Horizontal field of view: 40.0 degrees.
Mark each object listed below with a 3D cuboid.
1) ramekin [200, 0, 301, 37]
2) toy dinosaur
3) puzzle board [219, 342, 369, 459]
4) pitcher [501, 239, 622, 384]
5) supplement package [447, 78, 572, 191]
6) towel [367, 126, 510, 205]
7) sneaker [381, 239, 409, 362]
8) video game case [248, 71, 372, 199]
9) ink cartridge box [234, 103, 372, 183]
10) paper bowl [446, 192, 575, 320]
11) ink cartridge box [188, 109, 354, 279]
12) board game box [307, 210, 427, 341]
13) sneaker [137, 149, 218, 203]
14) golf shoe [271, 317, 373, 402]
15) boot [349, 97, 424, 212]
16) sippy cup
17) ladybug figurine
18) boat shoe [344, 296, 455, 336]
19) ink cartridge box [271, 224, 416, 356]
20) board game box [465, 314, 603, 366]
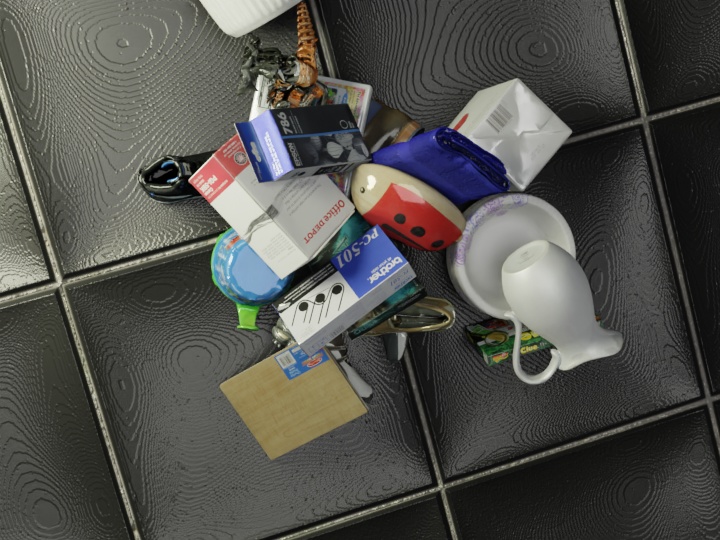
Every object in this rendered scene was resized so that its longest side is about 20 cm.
[{"bbox_3d":[-0.146,-0.430,1.459,0.200,0.200,0.105,-34,108,-5],"label":"ramekin"},{"bbox_3d":[-0.110,-0.296,1.473,0.135,0.102,0.201,10,98,-9],"label":"toy dinosaur"},{"bbox_3d":[-0.105,0.199,1.555,0.200,0.017,0.151,-30,99,24],"label":"puzzle board"},{"bbox_3d":[0.280,0.069,1.506,0.171,0.121,0.200,-33,109,8],"label":"pitcher"},{"bbox_3d":[0.214,-0.205,1.528,0.120,0.200,0.121,41,87,-10],"label":"supplement package"},{"bbox_3d":[0.112,-0.152,1.460,0.147,0.200,0.050,33,69,-24],"label":"towel"},{"bbox_3d":[0.032,0.050,1.591,0.084,0.074,0.201,-6,92,6],"label":"sneaker"},{"bbox_3d":[-0.089,-0.205,1.541,0.181,0.024,0.201,12,92,9],"label":"video game case"},{"bbox_3d":[-0.080,-0.187,1.434,0.200,0.039,0.100,-15,78,-42],"label":"ink cartridge box"},{"bbox_3d":[0.237,-0.024,1.594,0.200,0.104,0.202,-1,94,-9],"label":"paper bowl"},{"bbox_3d":[-0.126,-0.110,1.439,0.200,0.083,0.147,48,46,-8],"label":"ink cartridge box"},{"bbox_3d":[0.000,0.000,1.521,0.135,0.200,0.028,-32,141,-1],"label":"board game box"},{"bbox_3d":[-0.236,-0.147,1.488,0.199,0.112,0.073,-16,86,1],"label":"sneaker"},{"bbox_3d":[-0.044,0.130,1.574,0.200,0.078,0.095,40,87,-11],"label":"golf shoe"},{"bbox_3d":[0.004,-0.178,1.576,0.097,0.075,0.200,42,93,13],"label":"boot"},{"bbox_3d":[-0.161,-0.006,1.517,0.139,0.130,0.178,-28,99,-6],"label":"sippy cup"},{"bbox_3d":[0.069,-0.088,1.491,0.199,0.136,0.072,28,71,-12],"label":"ladybug figurine"},{"bbox_3d":[0.045,0.066,1.514,0.199,0.076,0.072,-4,94,8],"label":"boat shoe"},{"bbox_3d":[-0.025,0.029,1.465,0.200,0.094,0.044,-36,143,-1],"label":"ink cartridge box"},{"bbox_3d":[0.282,0.095,1.610,0.199,0.105,0.024,-17,120,-8],"label":"board game box"}]
